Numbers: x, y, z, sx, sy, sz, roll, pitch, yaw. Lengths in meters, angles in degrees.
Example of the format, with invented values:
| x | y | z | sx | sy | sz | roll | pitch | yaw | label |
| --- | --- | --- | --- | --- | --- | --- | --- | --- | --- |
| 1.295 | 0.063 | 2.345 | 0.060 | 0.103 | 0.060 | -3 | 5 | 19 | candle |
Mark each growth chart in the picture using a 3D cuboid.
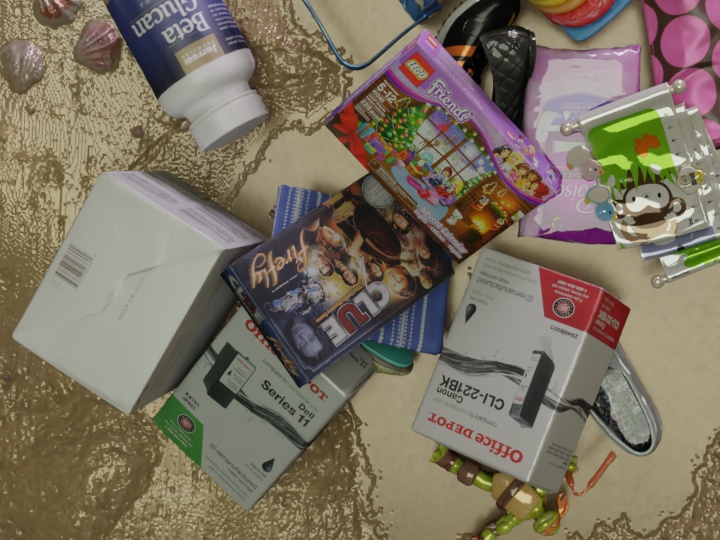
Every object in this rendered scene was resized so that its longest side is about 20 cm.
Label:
| x | y | z | sx | sy | sz | roll | pitch | yaw | label |
| --- | --- | --- | --- | --- | --- | --- | --- | --- | --- |
| 0.290 | -0.081 | 1.315 | 0.144 | 0.018 | 0.201 | -28 | 100 | 16 | growth chart |

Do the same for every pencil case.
| x | y | z | sx | sy | sz | roll | pitch | yaw | label |
| --- | --- | --- | --- | --- | --- | --- | --- | --- | --- |
| 0.324 | -0.217 | 1.347 | 0.093 | 0.091 | 0.203 | -8 | 91 | 17 | pencil case |

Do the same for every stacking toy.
| x | y | z | sx | sy | sz | roll | pitch | yaw | label |
| --- | --- | --- | --- | --- | --- | --- | --- | --- | --- |
| 0.171 | -0.296 | 1.294 | 0.110 | 0.199 | 0.117 | -40 | 66 | 34 | stacking toy |

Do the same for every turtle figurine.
| x | y | z | sx | sy | sz | roll | pitch | yaw | label |
| --- | --- | --- | --- | --- | --- | --- | --- | --- | --- |
| 0.161 | 0.217 | 1.417 | 0.161 | 0.064 | 0.200 | 44 | 110 | 11 | turtle figurine |

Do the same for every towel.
| x | y | z | sx | sy | sz | roll | pitch | yaw | label |
| --- | --- | --- | --- | --- | --- | --- | --- | --- | --- |
| 0.000 | 0.000 | 1.382 | 0.198 | 0.024 | 0.147 | 13 | 69 | -17 | towel |

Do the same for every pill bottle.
| x | y | z | sx | sy | sz | roll | pitch | yaw | label |
| --- | --- | --- | --- | --- | --- | --- | --- | --- | --- |
| -0.177 | -0.229 | 1.409 | 0.110 | 0.111 | 0.201 | -29 | 90 | 10 | pill bottle |

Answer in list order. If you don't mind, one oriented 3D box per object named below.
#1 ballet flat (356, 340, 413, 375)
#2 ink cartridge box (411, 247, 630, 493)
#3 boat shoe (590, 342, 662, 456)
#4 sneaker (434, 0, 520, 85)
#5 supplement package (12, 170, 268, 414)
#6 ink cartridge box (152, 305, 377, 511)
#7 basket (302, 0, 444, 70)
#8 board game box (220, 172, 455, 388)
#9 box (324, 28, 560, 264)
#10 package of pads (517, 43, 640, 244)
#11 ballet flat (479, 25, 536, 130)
| x | y | z | sx | sy | sz | roll | pitch | yaw | label |
| --- | --- | --- | --- | --- | --- | --- | --- | --- | --- |
| -0.033 | 0.056 | 1.440 | 0.199 | 0.071 | 0.071 | 38 | 99 | 3 | ballet flat |
| 0.157 | 0.099 | 1.345 | 0.143 | 0.084 | 0.202 | 20 | 87 | 34 | ink cartridge box |
| 0.244 | 0.102 | 1.391 | 0.070 | 0.071 | 0.202 | -36 | 87 | 11 | boat shoe |
| 0.101 | -0.192 | 1.376 | 0.200 | 0.070 | 0.090 | -44 | 60 | 15 | sneaker |
| -0.218 | 0.014 | 1.391 | 0.146 | 0.200 | 0.192 | 32 | 98 | 5 | supplement package |
| -0.100 | 0.127 | 1.411 | 0.146 | 0.083 | 0.200 | 42 | 120 | 4 | ink cartridge box |
| 0.020 | -0.323 | 1.356 | 0.199 | 0.139 | 0.177 | -36 | 90 | 0 | basket |
| -0.019 | 0.004 | 1.341 | 0.199 | 0.035 | 0.136 | -35 | 88 | -26 | board game box |
| 0.080 | -0.117 | 1.330 | 0.200 | 0.039 | 0.137 | 45 | 124 | -12 | box |
| 0.221 | -0.128 | 1.374 | 0.119 | 0.076 | 0.203 | 2 | 95 | 11 | package of pads |
| 0.133 | -0.160 | 1.355 | 0.056 | 0.067 | 0.201 | 2 | 133 | -5 | ballet flat |
